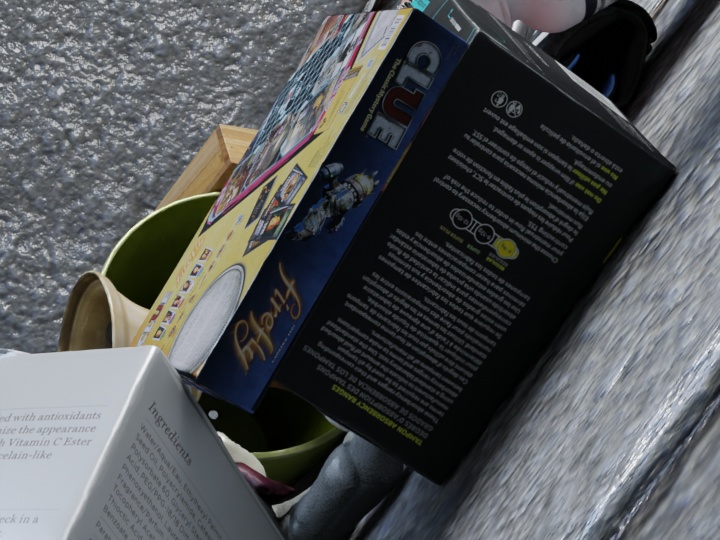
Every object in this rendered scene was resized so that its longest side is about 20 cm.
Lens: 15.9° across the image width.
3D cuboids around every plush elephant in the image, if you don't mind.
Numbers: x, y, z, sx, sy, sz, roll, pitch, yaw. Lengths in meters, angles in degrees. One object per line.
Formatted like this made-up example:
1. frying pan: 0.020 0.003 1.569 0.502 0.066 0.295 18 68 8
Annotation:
1. plush elephant: -0.097 0.123 1.416 0.164 0.155 0.200 -8 -44 -35

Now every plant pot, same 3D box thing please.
1. plant pot: -0.090 0.081 1.670 0.187 0.187 0.200 -59 -6 -31

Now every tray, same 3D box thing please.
1. tray: -0.028 -0.040 1.708 0.099 0.200 0.037 -49 47 39

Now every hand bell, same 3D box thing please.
1. hand bell: -0.071 0.058 1.535 0.104 0.199 0.104 -176 90 -65

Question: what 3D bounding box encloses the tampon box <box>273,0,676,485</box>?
1. tampon box: 0.038 -0.023 1.309 0.200 0.126 0.150 -54 17 10

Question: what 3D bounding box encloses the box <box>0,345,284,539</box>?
1. box: -0.156 0.151 1.239 0.198 0.200 0.131 -5 44 30

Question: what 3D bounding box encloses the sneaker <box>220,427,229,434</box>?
1. sneaker: -0.178 0.127 1.801 0.075 0.199 0.088 -109 27 -76

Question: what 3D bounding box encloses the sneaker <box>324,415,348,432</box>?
1. sneaker: 0.000 0.000 1.508 0.200 0.076 0.105 -105 9 -52

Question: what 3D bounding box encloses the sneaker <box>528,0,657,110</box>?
1. sneaker: 0.095 -0.081 1.498 0.200 0.073 0.112 -55 8 0

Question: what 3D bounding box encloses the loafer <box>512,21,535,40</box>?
1. loafer: 0.091 -0.119 1.711 0.200 0.072 0.073 -59 9 -24

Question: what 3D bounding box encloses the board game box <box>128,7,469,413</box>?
1. board game box: -0.033 -0.033 1.243 0.200 0.035 0.135 -59 18 -6

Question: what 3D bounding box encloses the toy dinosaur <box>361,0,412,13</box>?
1. toy dinosaur: 0.050 -0.115 1.631 0.102 0.135 0.200 -29 -39 -62

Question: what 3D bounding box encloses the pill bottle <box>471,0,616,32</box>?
1. pill bottle: 0.123 -0.203 1.449 0.200 0.111 0.111 -30 3 -9
